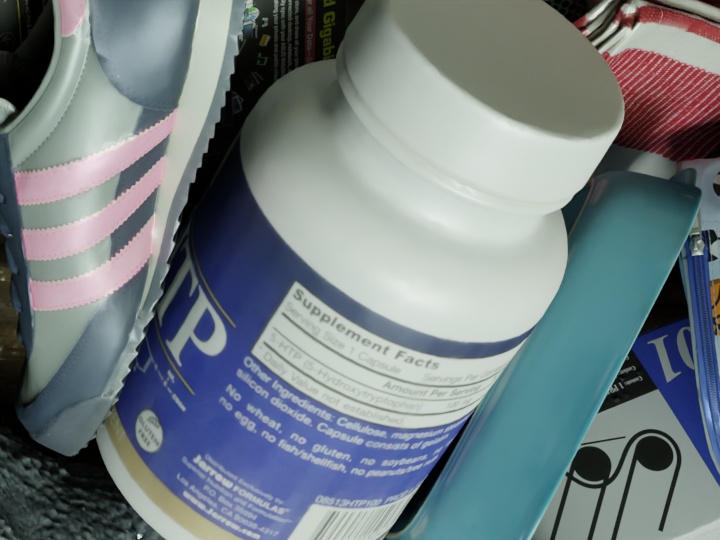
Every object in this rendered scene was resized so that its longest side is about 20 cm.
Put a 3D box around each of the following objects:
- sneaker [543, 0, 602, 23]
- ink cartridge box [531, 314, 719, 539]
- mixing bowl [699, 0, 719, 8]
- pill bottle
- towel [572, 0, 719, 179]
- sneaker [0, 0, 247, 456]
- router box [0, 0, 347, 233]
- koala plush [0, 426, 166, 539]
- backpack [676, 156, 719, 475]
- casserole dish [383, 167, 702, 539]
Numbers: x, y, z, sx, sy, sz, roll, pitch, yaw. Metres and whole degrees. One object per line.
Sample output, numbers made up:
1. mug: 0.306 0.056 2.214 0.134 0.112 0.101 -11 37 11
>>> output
1. sneaker: 0.050 -0.103 0.800 0.091 0.078 0.200 -39 134 4
2. ink cartridge box: 0.124 0.079 0.917 0.199 0.094 0.044 -20 150 -20
3. mixing bowl: 0.189 -0.176 0.774 0.199 0.108 0.202 -21 124 -35
4. pill bottle: 0.000 0.000 0.722 0.119 0.120 0.201 5 131 -36
5. towel: 0.073 -0.033 0.838 0.200 0.023 0.143 -40 153 29
6. sneaker: -0.097 -0.031 0.682 0.081 0.070 0.201 12 119 -15
7. router box: -0.080 -0.121 0.703 0.149 0.062 0.201 -16 130 -22
8. koala plush: -0.093 0.120 0.802 0.198 0.177 0.185 -10 116 -17
9. backpack: 0.205 0.030 0.824 0.153 0.192 0.200 -21 147 24
10. casserole dish: 0.061 0.041 0.788 0.039 0.121 0.201 30 79 -4
